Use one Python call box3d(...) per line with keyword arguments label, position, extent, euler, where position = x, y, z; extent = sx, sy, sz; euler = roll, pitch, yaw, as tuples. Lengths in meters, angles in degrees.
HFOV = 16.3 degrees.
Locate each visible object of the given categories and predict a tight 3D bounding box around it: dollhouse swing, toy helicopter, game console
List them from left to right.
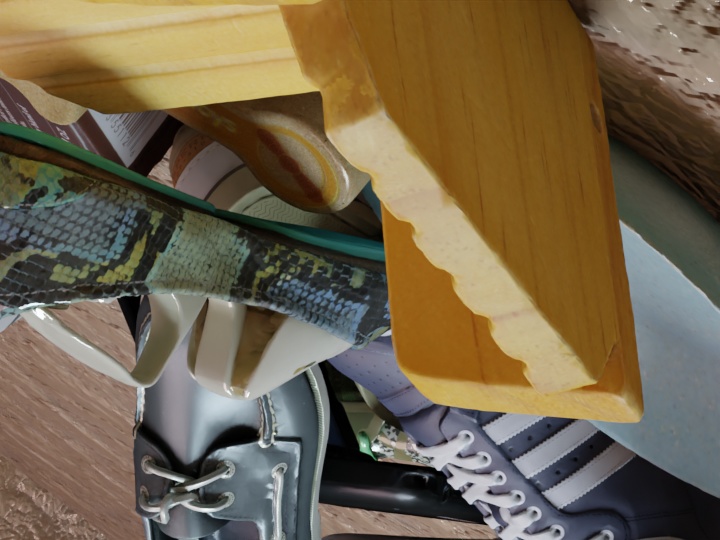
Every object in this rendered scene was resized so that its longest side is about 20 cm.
box3d(label="toy helicopter", position=(-0.079, -0.086, 0.812), extent=(0.199, 0.079, 0.133), euler=(31, 144, 9))
box3d(label="dollhouse swing", position=(-0.050, -0.052, 0.645), extent=(0.175, 0.183, 0.200), euler=(-17, 143, 19))
box3d(label="game console", position=(-0.009, 0.045, 1.114), extent=(0.175, 0.117, 0.200), euler=(5, 174, 24))

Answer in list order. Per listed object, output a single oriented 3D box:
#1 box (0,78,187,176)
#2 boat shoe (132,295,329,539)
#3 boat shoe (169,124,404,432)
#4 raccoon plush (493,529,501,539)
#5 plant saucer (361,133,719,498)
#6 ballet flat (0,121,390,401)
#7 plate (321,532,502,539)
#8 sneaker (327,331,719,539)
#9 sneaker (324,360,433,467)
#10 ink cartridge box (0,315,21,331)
box3d(label="box", position=(-0.159, -0.115, 0.960), extent=(0.199, 0.075, 0.100), euler=(32, 167, 22))
box3d(label="boat shoe", position=(-0.053, 0.082, 0.969), extent=(0.072, 0.062, 0.201), euler=(10, 135, 16))
box3d(label="boat shoe", position=(0.000, 0.000, 1.000), extent=(0.200, 0.075, 0.068), euler=(42, -171, -44))
box3d(label="raccoon plush", position=(0.137, 0.178, 1.249), extent=(0.199, 0.097, 0.134), euler=(30, 175, 18))
box3d(label="plant saucer", position=(0.079, -0.001, 0.816), extent=(0.201, 0.039, 0.201), euler=(39, 166, 11))
box3d(label="ballet flat", position=(-0.053, 0.007, 0.808), extent=(0.199, 0.075, 0.074), euler=(16, -177, -43))
box3d(label="plate", position=(0.081, 0.190, 1.080), extent=(0.198, 0.201, 0.032), euler=(1, 140, -6))
box3d(label="sneaker", position=(0.058, 0.084, 0.947), extent=(0.199, 0.109, 0.070), euler=(23, 169, -18))
box3d(label="sneaker", position=(-0.021, 0.075, 1.260), extent=(0.199, 0.089, 0.077), euler=(29, 166, 21))
box3d(label="ink cartridge box", position=(-0.191, -0.046, 1.111), extent=(0.146, 0.085, 0.200), euler=(36, -170, 1))
